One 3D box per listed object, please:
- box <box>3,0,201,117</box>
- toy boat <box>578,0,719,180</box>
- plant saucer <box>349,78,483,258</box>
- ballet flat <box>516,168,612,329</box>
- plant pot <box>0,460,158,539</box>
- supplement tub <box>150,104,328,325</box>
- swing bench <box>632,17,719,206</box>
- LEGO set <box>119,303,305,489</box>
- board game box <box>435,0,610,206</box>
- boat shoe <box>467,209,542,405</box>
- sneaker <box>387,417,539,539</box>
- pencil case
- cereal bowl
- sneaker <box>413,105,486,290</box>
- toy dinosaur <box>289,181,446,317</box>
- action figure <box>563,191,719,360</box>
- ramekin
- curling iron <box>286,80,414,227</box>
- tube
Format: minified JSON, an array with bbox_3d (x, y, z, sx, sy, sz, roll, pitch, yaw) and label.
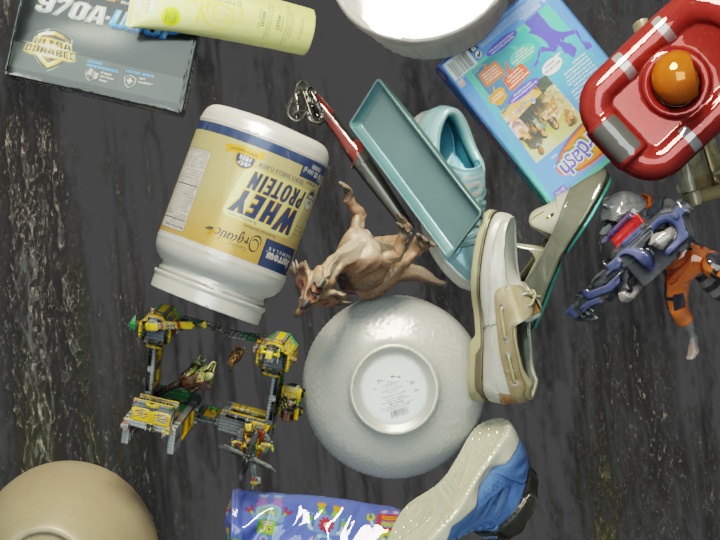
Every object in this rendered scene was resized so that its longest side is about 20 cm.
[{"bbox_3d":[-0.269,-0.265,1.742,0.198,0.046,0.160,13,88,0],"label":"box"},{"bbox_3d":[0.311,-0.186,1.579,0.200,0.131,0.131,-44,85,6],"label":"toy boat"},{"bbox_3d":[0.060,-0.109,1.694,0.201,0.019,0.070,55,130,26],"label":"plant saucer"},{"bbox_3d":[0.194,-0.027,1.698,0.063,0.067,0.201,26,111,1],"label":"ballet flat"},{"bbox_3d":[-0.318,0.306,1.683,0.198,0.134,0.202,0,89,1],"label":"plant pot"},{"bbox_3d":[-0.129,-0.057,1.686,0.143,0.144,0.202,20,89,1],"label":"supplement tub"},{"bbox_3d":[0.404,-0.187,1.697,0.198,0.130,0.201,-16,89,7],"label":"swing bench"},{"bbox_3d":[-0.162,0.125,1.670,0.198,0.116,0.155,20,110,5],"label":"LEGO set"},{"bbox_3d":[0.201,-0.188,1.737,0.152,0.045,0.200,-38,88,-1],"label":"board game box"},{"bbox_3d":[0.154,0.038,1.667,0.068,0.075,0.202,5,101,25],"label":"boat shoe"},{"bbox_3d":[0.116,0.261,1.680,0.200,0.076,0.112,-49,121,-29],"label":"sneaker"},{"bbox_3d":[-0.047,0.283,1.707,0.198,0.078,0.087,7,55,2],"label":"pencil case"},{"bbox_3d":[0.036,0.124,1.712,0.198,0.083,0.202,0,87,0],"label":"cereal bowl"},{"bbox_3d":[0.103,-0.078,1.709,0.073,0.082,0.202,-19,89,-21],"label":"sneaker"},{"bbox_3d":[0.000,0.000,1.679,0.086,0.199,0.136,40,100,37],"label":"toy dinosaur"},{"bbox_3d":[0.314,-0.001,1.714,0.194,0.105,0.200,48,130,-6],"label":"action figure"},{"bbox_3d":[0.072,-0.316,1.697,0.200,0.094,0.204,-3,75,12],"label":"ramekin"},{"bbox_3d":[-0.010,-0.120,1.744,0.200,0.026,0.050,51,52,-2],"label":"curling iron"},{"bbox_3d":[-0.147,-0.273,1.706,0.198,0.052,0.058,12,49,-20],"label":"tube"}]
